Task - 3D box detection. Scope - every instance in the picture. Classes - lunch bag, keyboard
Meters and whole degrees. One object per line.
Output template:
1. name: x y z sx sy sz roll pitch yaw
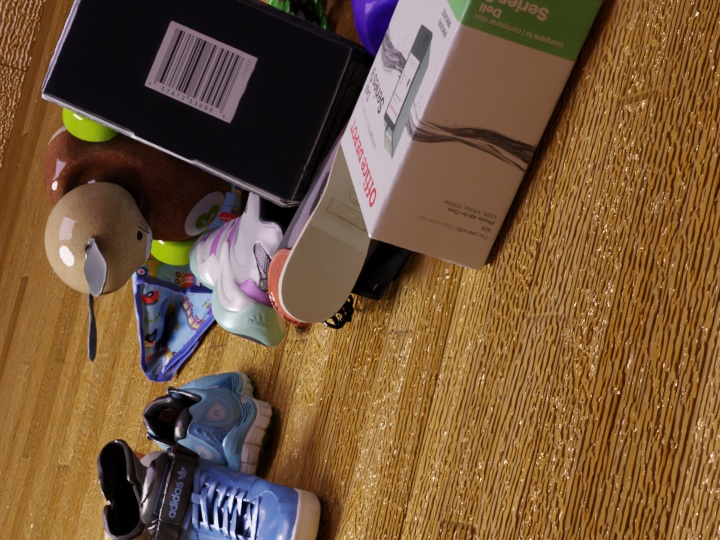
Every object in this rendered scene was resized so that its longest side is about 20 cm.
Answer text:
1. lunch bag: -0.174 0.000 2.100 0.200 0.094 0.151 116 160 -58
2. keyboard: 0.000 0.000 1.638 0.104 0.040 0.200 -52 15 -6

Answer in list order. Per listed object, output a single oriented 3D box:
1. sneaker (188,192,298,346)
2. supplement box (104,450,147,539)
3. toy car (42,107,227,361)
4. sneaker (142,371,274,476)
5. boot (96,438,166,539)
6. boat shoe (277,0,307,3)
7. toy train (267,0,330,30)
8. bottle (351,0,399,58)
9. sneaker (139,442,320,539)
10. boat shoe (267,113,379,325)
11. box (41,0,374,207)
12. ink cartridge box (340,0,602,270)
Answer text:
1. sneaker: -0.072 -0.034 1.826 0.140 0.077 0.200 -65 23 13
2. supplement box: -0.179 0.246 1.905 0.200 0.066 0.069 -96 28 -53
3. toy car: -0.197 -0.030 1.877 0.165 0.157 0.201 102 177 -47
4. sneaker: -0.133 0.114 1.835 0.200 0.089 0.079 -172 98 -74
5. boot: -0.166 0.177 1.808 0.067 0.131 0.200 -27 34 4
6. boat shoe: -0.015 -0.306 1.893 0.072 0.060 0.202 -98 29 -57
7. toy train: -0.059 -0.232 2.007 0.200 0.041 0.057 -105 25 -59
8. bottle: 0.029 -0.225 1.639 0.200 0.083 0.066 -99 -9 -54
9. sneaker: -0.103 0.177 1.646 0.200 0.111 0.077 -165 92 -73
10. boat shoe: -0.001 -0.052 1.555 0.201 0.071 0.063 -60 10 -6
11. box: -0.096 -0.138 1.641 0.197 0.199 0.125 -5 -62 -80
12. ink cartridge box: 0.066 -0.123 1.425 0.146 0.084 0.201 -106 35 -61
